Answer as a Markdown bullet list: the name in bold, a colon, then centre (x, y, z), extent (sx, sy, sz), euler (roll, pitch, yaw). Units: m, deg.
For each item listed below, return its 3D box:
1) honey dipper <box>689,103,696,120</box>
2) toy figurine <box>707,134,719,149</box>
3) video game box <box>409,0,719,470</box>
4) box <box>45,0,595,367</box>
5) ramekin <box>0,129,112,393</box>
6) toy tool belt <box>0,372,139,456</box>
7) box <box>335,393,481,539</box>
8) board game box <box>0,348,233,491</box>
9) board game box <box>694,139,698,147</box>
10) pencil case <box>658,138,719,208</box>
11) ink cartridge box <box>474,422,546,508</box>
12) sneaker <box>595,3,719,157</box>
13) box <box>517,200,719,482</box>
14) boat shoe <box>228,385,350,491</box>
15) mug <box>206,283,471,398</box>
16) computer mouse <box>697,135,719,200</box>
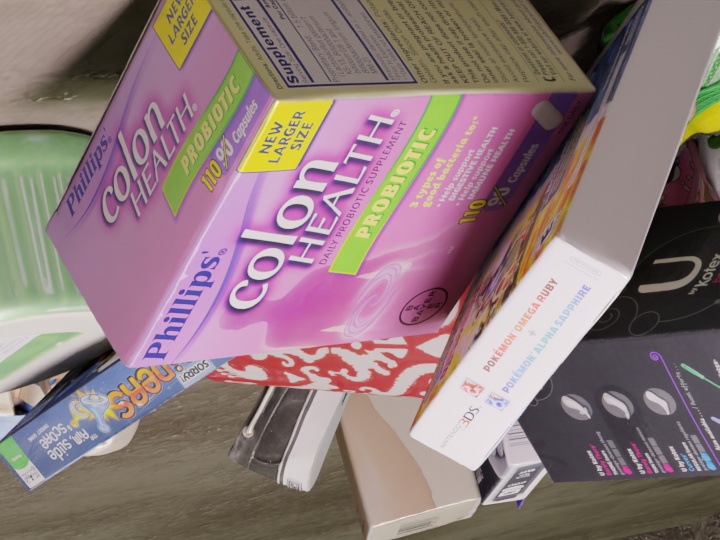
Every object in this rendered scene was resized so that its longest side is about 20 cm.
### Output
- **honey dipper**: centre (0.096, -0.082, 1.368), extent (0.200, 0.038, 0.038), euler (-7, 174, 36)
- **toy figurine**: centre (0.304, -0.032, 1.398), extent (0.150, 0.184, 0.200), euler (-31, 180, 12)
- **video game box**: centre (0.103, -0.026, 1.224), extent (0.047, 0.200, 0.182), euler (27, 139, -2)
- **box**: centre (-0.020, -0.054, 1.195), extent (0.200, 0.097, 0.176), euler (-4, 139, -40)
- **ramekin**: centre (-0.217, 0.006, 1.336), extent (0.200, 0.098, 0.200), euler (-15, 167, -4)
- **toy tool belt**: centre (-0.214, 0.046, 1.527), extent (0.200, 0.125, 0.123), euler (-10, 135, -36)
- **box**: centre (0.015, 0.073, 1.660), extent (0.078, 0.200, 0.095), euler (-15, 166, -5)
- **board game box**: centre (-0.103, 0.037, 1.384), extent (0.200, 0.034, 0.135), euler (-33, -170, 37)
- **board game box**: centre (0.233, -0.053, 1.701), extent (0.200, 0.062, 0.200), euler (-13, 166, -16)
- **pencil case**: centre (0.189, -0.021, 1.519), extent (0.083, 0.087, 0.200), euler (-42, 149, -1)
- **ink cartridge box**: centre (0.087, 0.052, 1.664), extent (0.043, 0.198, 0.200), euler (-8, 165, -6)
- **sneaker**: centre (0.156, -0.108, 1.380), extent (0.200, 0.085, 0.078), euler (-33, -157, 46)
- **box**: centre (0.186, 0.037, 1.363), extent (0.200, 0.106, 0.122), euler (-7, -146, 40)
- **boat shoe**: centre (-0.025, 0.038, 1.584), extent (0.064, 0.200, 0.071), euler (21, 166, 7)
- **mug**: centre (0.003, -0.004, 1.478), extent (0.200, 0.178, 0.133), euler (0, -148, 17)
- **computer mouse**: centre (0.270, -0.032, 1.568), extent (0.110, 0.044, 0.200), euler (9, 153, 51)
